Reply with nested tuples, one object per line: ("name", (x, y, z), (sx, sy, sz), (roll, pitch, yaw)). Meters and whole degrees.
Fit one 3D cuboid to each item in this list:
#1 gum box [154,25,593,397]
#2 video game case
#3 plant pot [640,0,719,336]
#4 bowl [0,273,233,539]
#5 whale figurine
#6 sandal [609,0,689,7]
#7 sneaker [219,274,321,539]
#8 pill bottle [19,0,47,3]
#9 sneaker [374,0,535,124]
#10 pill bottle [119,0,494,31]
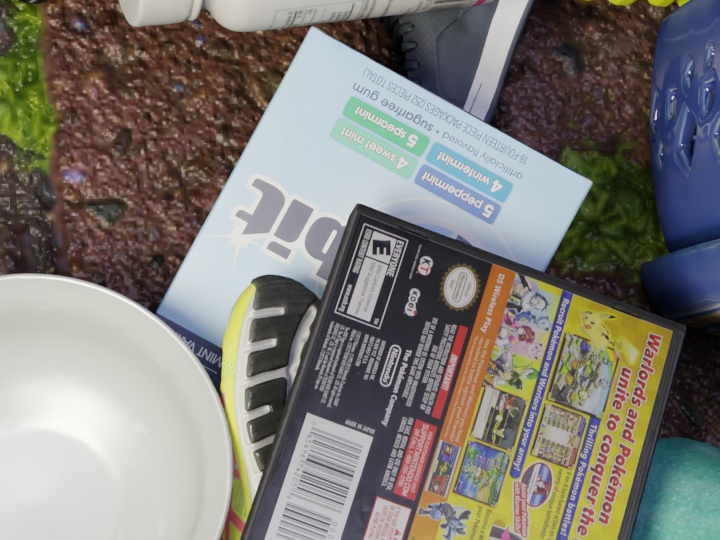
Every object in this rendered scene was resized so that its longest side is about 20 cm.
("gum box", (0.000, 0.000, 1.425), (0.170, 0.045, 0.200), (28, 89, -2))
("video game case", (0.052, 0.086, 1.327), (0.181, 0.026, 0.200), (20, 64, -4))
("plant pot", (0.263, -0.045, 1.461), (0.200, 0.200, 0.180), (13, 84, -9))
("bowl", (-0.163, 0.109, 1.351), (0.201, 0.090, 0.201), (1, 70, -3))
("whale figurine", (0.179, 0.139, 1.362), (0.104, 0.200, 0.159), (44, 62, -22))
("sandal", (0.205, -0.188, 1.545), (0.200, 0.079, 0.087), (14, 65, -24))
("sneaker", (-0.051, 0.103, 1.371), (0.078, 0.090, 0.200), (-2, 88, -41))
("pill bottle", (-0.125, -0.237, 1.488), (0.200, 0.112, 0.112), (-32, 80, -22))
("sneaker", (0.015, -0.130, 1.501), (0.146, 0.077, 0.203), (20, 70, -2))
("pill bottle", (-0.027, -0.185, 1.409), (0.200, 0.113, 0.114), (-8, 72, -14))
